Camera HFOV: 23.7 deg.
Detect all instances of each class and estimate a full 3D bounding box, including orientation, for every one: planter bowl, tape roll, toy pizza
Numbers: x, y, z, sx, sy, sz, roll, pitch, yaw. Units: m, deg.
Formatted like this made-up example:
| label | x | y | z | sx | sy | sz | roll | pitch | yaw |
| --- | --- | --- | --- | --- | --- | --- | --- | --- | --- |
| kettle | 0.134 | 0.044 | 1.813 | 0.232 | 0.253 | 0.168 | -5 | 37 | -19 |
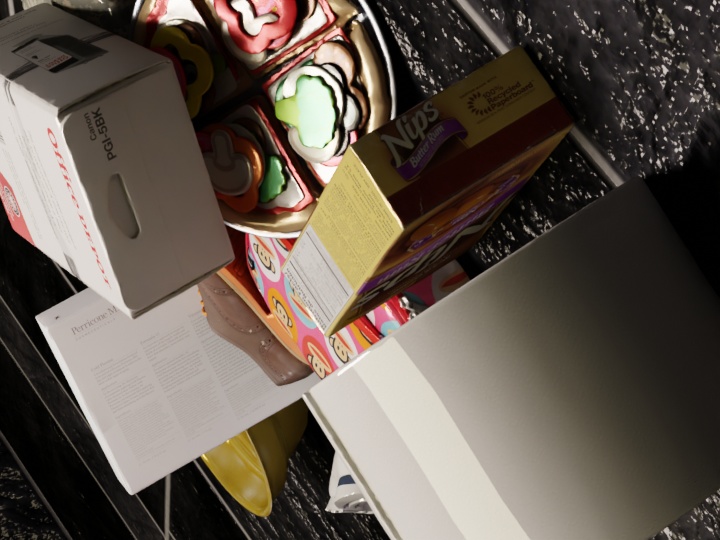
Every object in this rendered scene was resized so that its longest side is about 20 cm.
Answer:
| label | x | y | z | sx | sy | sz | roll | pitch | yaw |
| --- | --- | --- | --- | --- | --- | --- | --- | --- | --- |
| planter bowl | -0.103 | 0.110 | 1.514 | 0.201 | 0.083 | 0.201 | 48 | 158 | 28 |
| tape roll | 0.091 | 0.065 | 0.842 | 0.140 | 0.202 | 0.203 | 57 | 159 | 3 |
| toy pizza | -0.069 | -0.114 | 1.061 | 0.199 | 0.032 | 0.202 | 11 | 114 | 27 |

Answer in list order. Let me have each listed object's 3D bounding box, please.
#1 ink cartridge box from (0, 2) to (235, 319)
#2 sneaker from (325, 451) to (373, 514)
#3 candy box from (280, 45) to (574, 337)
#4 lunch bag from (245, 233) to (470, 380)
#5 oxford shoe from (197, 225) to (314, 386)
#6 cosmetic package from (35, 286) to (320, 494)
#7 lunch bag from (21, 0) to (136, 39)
| label | x | y | z | sx | sy | sz | roll | pitch | yaw |
| --- | --- | --- | --- | --- | --- | --- | --- | --- | --- |
| ink cartridge box | -0.176 | -0.076 | 1.100 | 0.200 | 0.082 | 0.148 | 30 | 142 | 52 |
| sneaker | 0.011 | 0.151 | 1.345 | 0.200 | 0.076 | 0.081 | 110 | 158 | -76 |
| candy box | 0.032 | -0.038 | 0.955 | 0.057 | 0.116 | 0.200 | 56 | 160 | 7 |
| lunch bag | 0.000 | 0.000 | 1.142 | 0.200 | 0.082 | 0.177 | 47 | 152 | 31 |
| oxford shoe | -0.104 | 0.007 | 1.271 | 0.073 | 0.071 | 0.200 | -37 | 98 | 33 |
| cosmetic package | -0.130 | 0.057 | 1.335 | 0.052 | 0.199 | 0.152 | 28 | 144 | 65 |
| lunch bag | -0.162 | -0.165 | 1.224 | 0.165 | 0.117 | 0.200 | 60 | 154 | -6 |
